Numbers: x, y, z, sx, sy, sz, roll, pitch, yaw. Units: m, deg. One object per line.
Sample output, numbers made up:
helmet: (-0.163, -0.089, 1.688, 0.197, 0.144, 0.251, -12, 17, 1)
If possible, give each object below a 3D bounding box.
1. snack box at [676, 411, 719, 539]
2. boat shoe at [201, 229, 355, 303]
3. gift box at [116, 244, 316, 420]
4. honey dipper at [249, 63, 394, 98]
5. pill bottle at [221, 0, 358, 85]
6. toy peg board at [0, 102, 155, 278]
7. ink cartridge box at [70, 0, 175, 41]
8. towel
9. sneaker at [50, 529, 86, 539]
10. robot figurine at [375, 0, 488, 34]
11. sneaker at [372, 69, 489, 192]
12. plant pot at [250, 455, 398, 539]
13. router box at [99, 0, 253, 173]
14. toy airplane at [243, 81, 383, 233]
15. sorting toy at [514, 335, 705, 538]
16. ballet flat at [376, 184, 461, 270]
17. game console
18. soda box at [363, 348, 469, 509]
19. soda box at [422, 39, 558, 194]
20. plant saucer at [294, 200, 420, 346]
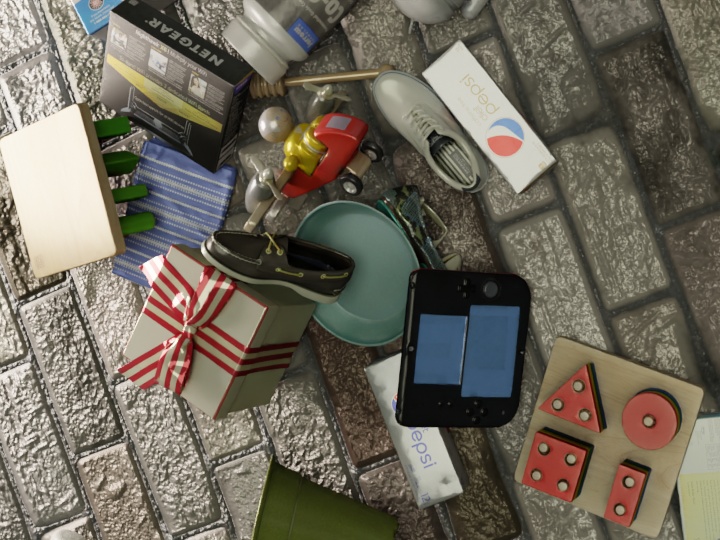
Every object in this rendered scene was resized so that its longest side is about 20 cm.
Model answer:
snack box: (0.462, 0.282, 1.452, 0.114, 0.037, 0.204, -7, 92, 14)
boat shoe: (-0.102, -0.018, 1.445, 0.198, 0.072, 0.061, 17, 128, -26)
gift box: (-0.200, 0.076, 1.496, 0.198, 0.186, 0.187, 25, 99, 19)
honey dipper: (-0.051, -0.255, 1.528, 0.196, 0.038, 0.039, -2, 93, 10)
pill bottle: (-0.080, -0.346, 1.477, 0.114, 0.114, 0.200, 43, 94, 6)
toy peg board: (-0.382, -0.111, 1.577, 0.197, 0.097, 0.204, -13, 92, 41)
ink cartridge box: (-0.343, -0.438, 1.554, 0.145, 0.086, 0.202, -29, 89, 12)
towel: (-0.260, -0.069, 1.596, 0.142, 0.024, 0.203, 19, 99, 9)
sneaker: (-0.391, 0.471, 1.632, 0.105, 0.076, 0.200, -45, 85, 12)
robot figurine: (0.107, -0.396, 1.444, 0.169, 0.113, 0.200, 39, 101, -23)
sneaker: (0.093, -0.183, 1.477, 0.200, 0.071, 0.073, 44, 100, 2)
plant pot: (-0.052, 0.366, 1.510, 0.186, 0.200, 0.204, 13, 97, -2)
router box: (-0.249, -0.246, 1.521, 0.198, 0.052, 0.158, 32, 137, 8)
toy airplane: (-0.082, -0.148, 1.458, 0.199, 0.201, 0.141, -41, 111, 9)
sorting toy: (0.307, 0.211, 1.445, 0.197, 0.069, 0.202, 19, 98, 23)
ballet flat: (0.095, -0.023, 1.500, 0.073, 0.074, 0.202, -27, 92, 12)
game console: (0.133, 0.101, 1.467, 0.174, 0.031, 0.204, 3, 96, -26)
soda box: (0.076, 0.206, 1.517, 0.067, 0.063, 0.203, -23, 89, 13)
soda box: (0.168, -0.196, 1.470, 0.068, 0.064, 0.201, -39, 86, 12)
plant saucer: (0.000, 0.000, 1.506, 0.197, 0.036, 0.204, 12, 115, 27)
